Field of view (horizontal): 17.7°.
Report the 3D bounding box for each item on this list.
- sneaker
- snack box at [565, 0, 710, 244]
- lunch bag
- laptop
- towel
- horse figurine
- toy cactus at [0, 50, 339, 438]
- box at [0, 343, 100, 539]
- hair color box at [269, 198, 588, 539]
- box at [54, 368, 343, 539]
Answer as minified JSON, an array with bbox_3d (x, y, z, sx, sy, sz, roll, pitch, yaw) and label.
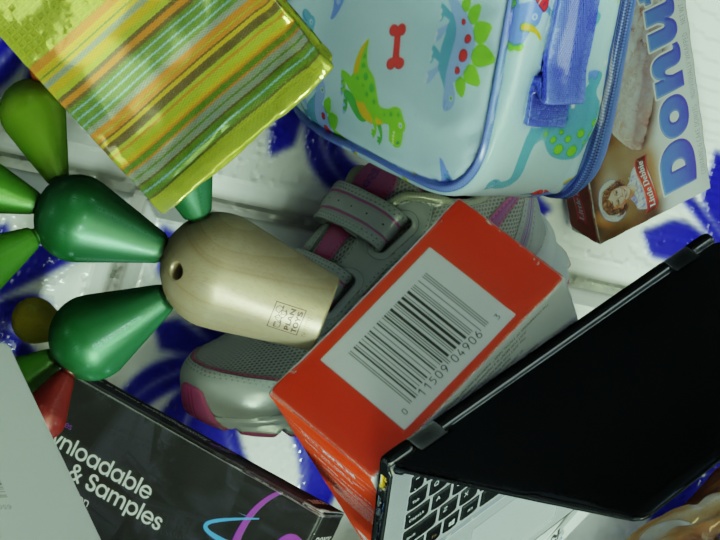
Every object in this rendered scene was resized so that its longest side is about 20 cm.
[{"bbox_3d":[0.000,0.000,1.001,0.200,0.081,0.089,-32,122,-30],"label":"sneaker"},{"bbox_3d":[0.116,-0.116,1.063,0.072,0.024,0.201,-26,120,-25],"label":"snack box"},{"bbox_3d":[0.046,-0.134,0.923,0.082,0.161,0.201,-1,107,-34],"label":"lunch bag"},{"bbox_3d":[0.109,0.076,0.884,0.187,0.116,0.201,-31,146,-32],"label":"laptop"},{"bbox_3d":[-0.103,-0.117,0.814,0.086,0.018,0.200,-42,107,2],"label":"towel"},{"bbox_3d":[0.166,0.129,1.114,0.132,0.200,0.050,-36,88,11],"label":"horse figurine"},{"bbox_3d":[-0.089,-0.015,0.892,0.164,0.102,0.201,21,100,-1],"label":"toy cactus"},{"bbox_3d":[-0.184,0.139,0.849,0.097,0.125,0.201,2,131,-37],"label":"box"},{"bbox_3d":[0.042,0.069,0.967,0.111,0.064,0.200,-45,150,-12],"label":"hair color box"},{"bbox_3d":[-0.111,0.154,0.945,0.201,0.142,0.036,-64,162,4],"label":"box"}]
